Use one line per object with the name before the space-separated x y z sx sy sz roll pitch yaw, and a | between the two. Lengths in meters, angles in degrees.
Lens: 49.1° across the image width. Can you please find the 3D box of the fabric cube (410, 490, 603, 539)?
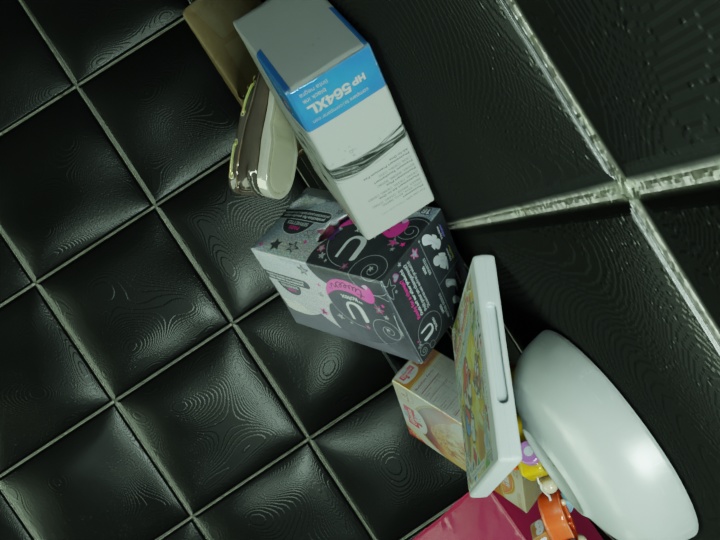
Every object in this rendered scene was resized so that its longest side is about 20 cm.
fabric cube | 0.215 0.419 1.149 0.199 0.200 0.196 0 -131 -55

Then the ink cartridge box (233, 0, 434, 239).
ink cartridge box | -0.022 -0.147 0.746 0.146 0.084 0.200 55 177 42

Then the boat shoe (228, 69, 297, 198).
boat shoe | -0.095 -0.175 0.834 0.059 0.201 0.072 6 173 28

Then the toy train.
toy train | 0.172 0.193 0.814 0.150 0.055 0.200 58 -162 -34

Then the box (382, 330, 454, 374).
box | 0.123 0.170 1.502 0.200 0.124 0.197 57 179 -12

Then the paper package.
paper package | -0.139 -0.280 1.124 0.200 0.103 0.191 55 178 30

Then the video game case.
video game case | 0.114 0.108 0.750 0.200 0.023 0.183 88 179 -66

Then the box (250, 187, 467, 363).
box | 0.000 0.000 0.868 0.200 0.115 0.132 13 144 40

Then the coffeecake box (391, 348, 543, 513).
coffeecake box | 0.150 0.205 1.033 0.200 0.073 0.154 29 154 33

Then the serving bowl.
serving bowl | 0.188 0.151 0.663 0.200 0.066 0.200 56 177 4
